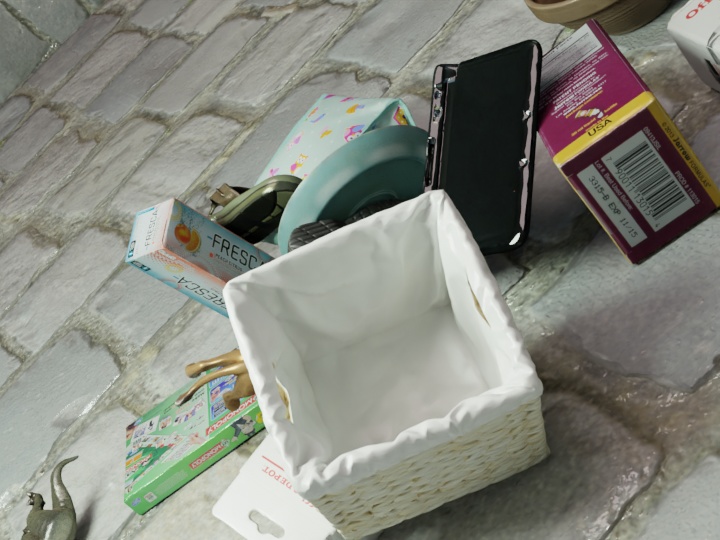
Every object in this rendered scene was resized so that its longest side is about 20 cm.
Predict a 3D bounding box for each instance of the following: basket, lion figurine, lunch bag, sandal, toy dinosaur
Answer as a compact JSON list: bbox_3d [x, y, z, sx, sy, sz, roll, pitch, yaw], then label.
[{"bbox_3d":[0.024,0.082,1.088,0.200,0.161,0.198,-23,58,-1],"label":"basket"},{"bbox_3d":[-0.073,0.091,1.347,0.200,0.073,0.122,-20,-3,-39],"label":"lion figurine"},{"bbox_3d":[-0.032,-0.098,1.577,0.200,0.122,0.170,-50,29,-17],"label":"lunch bag"},{"bbox_3d":[-0.125,-0.071,1.517,0.201,0.080,0.057,-23,62,42],"label":"sandal"},{"bbox_3d":[-0.347,0.297,1.495,0.102,0.077,0.200,12,53,44],"label":"toy dinosaur"}]

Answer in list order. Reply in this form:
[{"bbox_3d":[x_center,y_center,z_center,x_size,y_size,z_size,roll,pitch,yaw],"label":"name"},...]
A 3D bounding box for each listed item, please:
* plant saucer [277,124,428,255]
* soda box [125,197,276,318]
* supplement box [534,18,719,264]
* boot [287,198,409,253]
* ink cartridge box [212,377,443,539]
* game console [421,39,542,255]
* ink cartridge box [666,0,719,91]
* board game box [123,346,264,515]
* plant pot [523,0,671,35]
[{"bbox_3d":[0.007,-0.064,1.431,0.200,0.200,0.027,-41,59,2],"label":"plant saucer"},{"bbox_3d":[-0.157,-0.002,1.510,0.068,0.200,0.064,-17,53,39],"label":"soda box"},{"bbox_3d":[0.228,-0.121,1.256,0.103,0.131,0.200,-36,27,13],"label":"supplement box"},{"bbox_3d":[0.000,0.000,1.428,0.132,0.200,0.070,108,146,-45],"label":"boot"},{"bbox_3d":[-0.019,0.168,1.192,0.116,0.068,0.200,27,69,36],"label":"ink cartridge box"},{"bbox_3d":[0.122,-0.093,1.309,0.116,0.176,0.200,2,74,17],"label":"game console"},{"bbox_3d":[0.390,-0.215,1.229,0.147,0.083,0.200,-41,28,2],"label":"ink cartridge box"},{"bbox_3d":[-0.170,0.161,1.485,0.200,0.029,0.135,-36,29,12],"label":"board game box"},{"bbox_3d":[0.285,-0.326,1.518,0.201,0.093,0.201,-33,29,20],"label":"plant pot"}]
